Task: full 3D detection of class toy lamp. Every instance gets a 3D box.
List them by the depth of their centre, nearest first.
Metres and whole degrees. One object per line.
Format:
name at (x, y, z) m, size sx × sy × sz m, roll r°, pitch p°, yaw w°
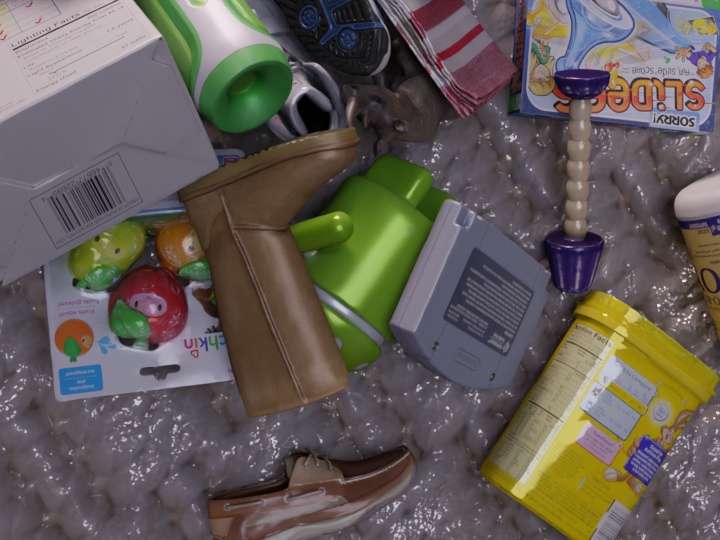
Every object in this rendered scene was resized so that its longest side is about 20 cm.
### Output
toy lamp at (0.198, -0.080, 1.136) m, size 0.057 × 0.058 × 0.203 m, roll -5°, pitch 107°, yaw -12°

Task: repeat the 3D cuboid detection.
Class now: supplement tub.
supplement tub at (0.389, 0.001, 1.153) m, size 0.144 × 0.145 × 0.203 m, roll -22°, pitch 96°, yaw -11°

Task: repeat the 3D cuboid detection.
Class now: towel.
towel at (0.059, -0.235, 1.080) m, size 0.023 × 0.144 × 0.201 m, roll -34°, pitch 96°, yaw 30°

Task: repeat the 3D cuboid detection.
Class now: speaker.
speaker at (-0.133, -0.205, 0.996) m, size 0.088 × 0.089 × 0.201 m, roll -30°, pitch 63°, yaw -10°

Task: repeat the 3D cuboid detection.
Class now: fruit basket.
fruit basket at (-0.174, -0.002, 1.039) m, size 0.182 × 0.094 × 0.203 m, roll -5°, pitch 73°, yaw -12°

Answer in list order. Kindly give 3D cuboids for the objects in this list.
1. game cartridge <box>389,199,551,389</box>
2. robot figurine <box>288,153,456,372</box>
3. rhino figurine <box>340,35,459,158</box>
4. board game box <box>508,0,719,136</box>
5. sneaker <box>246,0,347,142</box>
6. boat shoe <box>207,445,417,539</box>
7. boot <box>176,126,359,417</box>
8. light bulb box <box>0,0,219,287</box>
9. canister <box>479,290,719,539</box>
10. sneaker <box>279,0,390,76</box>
game cartridge at (0.098, 0.032, 1.087) m, size 0.199 × 0.041 × 0.135 m, roll 31°, pitch 86°, yaw -55°
robot figurine at (0.000, 0.000, 1.080) m, size 0.201 × 0.115 × 0.175 m, roll -54°, pitch 132°, yaw -7°
rhino figurine at (0.041, -0.154, 1.070) m, size 0.088 × 0.059 × 0.200 m, roll 57°, pitch 38°, yaw -5°
board game box at (0.242, -0.205, 1.170) m, size 0.197 × 0.034 × 0.138 m, roll 4°, pitch 91°, yaw -12°
sneaker at (-0.072, -0.177, 1.055) m, size 0.075 × 0.115 × 0.201 m, roll -37°, pitch 100°, yaw 2°
boat shoe at (-0.044, 0.195, 1.099) m, size 0.198 × 0.076 × 0.073 m, roll -22°, pitch 94°, yaw -13°
boot at (-0.048, 0.001, 0.984) m, size 0.173 × 0.066 × 0.203 m, roll -15°, pitch 97°, yaw 30°
light bulb box at (-0.245, -0.126, 0.965) m, size 0.196 × 0.200 × 0.126 m, roll -29°, pitch 130°, yaw -10°
canister at (0.219, 0.143, 1.150) m, size 0.148 × 0.086 × 0.201 m, roll 35°, pitch 85°, yaw -12°
sneaker at (-0.032, -0.240, 1.046) m, size 0.076 × 0.077 × 0.201 m, roll -48°, pitch 63°, yaw 24°
